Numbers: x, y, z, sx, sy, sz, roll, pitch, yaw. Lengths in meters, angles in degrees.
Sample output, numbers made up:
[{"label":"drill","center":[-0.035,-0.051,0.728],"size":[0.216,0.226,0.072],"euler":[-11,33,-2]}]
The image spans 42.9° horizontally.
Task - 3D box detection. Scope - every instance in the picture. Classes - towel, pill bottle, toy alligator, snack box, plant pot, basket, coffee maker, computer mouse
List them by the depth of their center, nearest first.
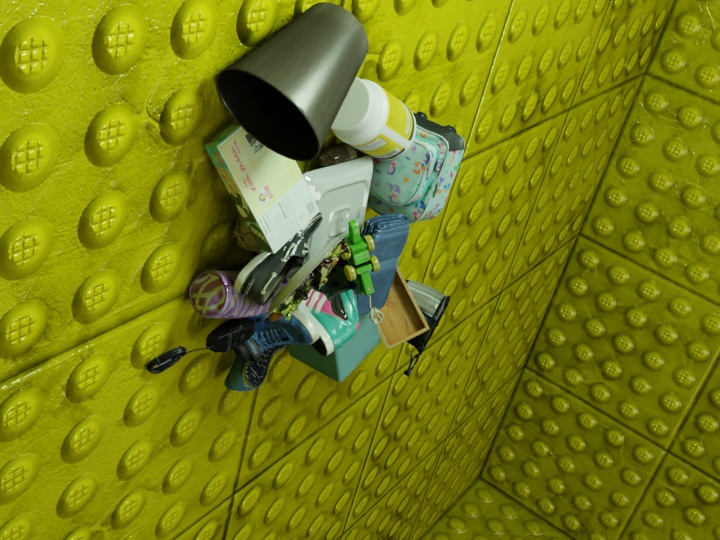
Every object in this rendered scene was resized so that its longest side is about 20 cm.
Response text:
[{"label":"basket","center":[-0.082,-0.289,1.348],"size":[0.200,0.180,0.136],"euler":[-55,-169,-29]},{"label":"snack box","center":[-0.148,-0.140,1.415],"size":[0.116,0.037,0.200],"euler":[-45,125,-31]},{"label":"computer mouse","center":[-0.270,0.124,1.553],"size":[0.200,0.034,0.059],"euler":[-20,150,-28]},{"label":"pill bottle","center":[0.013,-0.267,1.601],"size":[0.115,0.114,0.200],"euler":[-62,157,6]},{"label":"toy alligator","center":[0.000,0.000,1.661],"size":[0.059,0.054,0.201],"euler":[-19,109,-16]},{"label":"towel","center":[0.027,-0.013,1.736],"size":[0.111,0.049,0.200],"euler":[-13,129,-45]},{"label":"plant pot","center":[-0.063,0.089,1.848],"size":[0.141,0.141,0.200],"euler":[-44,144,-33]},{"label":"coffee maker","center":[0.069,0.091,2.002],"size":[0.192,0.200,0.135],"euler":[-58,169,-24]}]

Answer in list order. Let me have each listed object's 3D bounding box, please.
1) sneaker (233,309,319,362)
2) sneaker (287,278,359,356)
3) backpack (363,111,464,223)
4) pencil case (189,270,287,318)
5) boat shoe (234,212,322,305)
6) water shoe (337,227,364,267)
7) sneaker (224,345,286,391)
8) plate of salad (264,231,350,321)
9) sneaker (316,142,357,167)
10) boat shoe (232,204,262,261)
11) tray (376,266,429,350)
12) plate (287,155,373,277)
[{"label":"sneaker","center":[-0.163,0.122,1.631],"size":[0.111,0.200,0.077],"euler":[-41,118,-27]},{"label":"sneaker","center":[-0.065,0.057,1.687],"size":[0.121,0.200,0.084],"euler":[-24,147,-22]},{"label":"backpack","center":[0.089,-0.190,1.763],"size":[0.150,0.177,0.200],"euler":[-24,136,-51]},{"label":"pencil case","center":[-0.203,0.038,1.558],"size":[0.085,0.084,0.200],"euler":[-29,170,25]},{"label":"boat shoe","center":[-0.120,-0.024,1.497],"size":[0.200,0.060,0.074],"euler":[-47,164,-29]},{"label":"water shoe","center":[-0.008,-0.056,1.837],"size":[0.079,0.071,0.200],"euler":[-61,-177,-25]},{"label":"sneaker","center":[-0.197,0.151,1.756],"size":[0.066,0.078,0.200],"euler":[56,43,-26]},{"label":"plate of salad","center":[-0.084,0.014,1.522],"size":[0.200,0.048,0.200],"euler":[-46,-178,2]},{"label":"sneaker","center":[-0.055,-0.145,1.692],"size":[0.075,0.070,0.200],"euler":[-23,135,-29]},{"label":"boat shoe","center":[-0.177,-0.060,1.522],"size":[0.065,0.072,0.200],"euler":[-37,157,-10]},{"label":"tray","center":[0.057,0.057,1.934],"size":[0.098,0.200,0.037],"euler":[-27,171,-1]},{"label":"plate","center":[-0.047,-0.093,1.633],"size":[0.200,0.032,0.200],"euler":[-23,131,-48]}]
